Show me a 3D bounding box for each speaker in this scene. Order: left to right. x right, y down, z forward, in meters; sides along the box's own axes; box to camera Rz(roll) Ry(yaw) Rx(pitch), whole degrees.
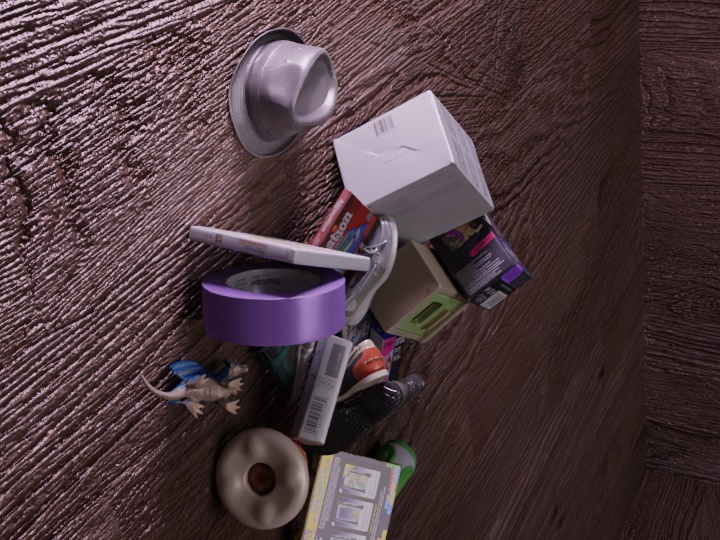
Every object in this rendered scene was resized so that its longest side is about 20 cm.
[{"bbox_3d":[0.029,0.405,1.781,0.200,0.087,0.090,-45,134,-47],"label":"speaker"}]

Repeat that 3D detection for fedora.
[{"bbox_3d":[-0.097,-0.259,1.398,0.200,0.089,0.179,-50,137,-42],"label":"fedora"}]

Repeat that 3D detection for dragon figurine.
[{"bbox_3d":[-0.226,0.158,1.303,0.198,0.099,0.060,1,98,-41],"label":"dragon figurine"}]

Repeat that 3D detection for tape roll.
[{"bbox_3d":[-0.119,0.043,1.323,0.199,0.198,0.067,-24,117,-56],"label":"tape roll"}]

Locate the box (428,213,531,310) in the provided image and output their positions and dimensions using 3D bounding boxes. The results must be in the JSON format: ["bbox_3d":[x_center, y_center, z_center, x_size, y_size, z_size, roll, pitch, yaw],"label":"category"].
[{"bbox_3d":[0.199,-0.045,1.715,0.201,0.106,0.122,59,15,24],"label":"box"}]

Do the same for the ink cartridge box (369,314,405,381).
[{"bbox_3d":[0.042,0.167,1.774,0.094,0.037,0.203,-15,115,-60],"label":"ink cartridge box"}]

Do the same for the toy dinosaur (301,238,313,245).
[{"bbox_3d":[-0.084,0.011,1.541,0.106,0.060,0.202,-44,145,-29],"label":"toy dinosaur"}]

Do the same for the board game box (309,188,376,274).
[{"bbox_3d":[-0.051,-0.019,1.490,0.202,0.019,0.103,-58,148,-5],"label":"board game box"}]

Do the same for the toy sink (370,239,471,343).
[{"bbox_3d":[0.111,0.045,1.708,0.130,0.113,0.199,-40,155,15],"label":"toy sink"}]

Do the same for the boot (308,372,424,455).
[{"bbox_3d":[0.012,0.241,1.596,0.071,0.198,0.131,64,20,10],"label":"boot"}]

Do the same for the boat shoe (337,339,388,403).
[{"bbox_3d":[-0.022,0.173,1.553,0.070,0.200,0.063,-18,76,-34],"label":"boat shoe"}]

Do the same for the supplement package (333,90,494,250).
[{"bbox_3d":[0.092,-0.161,1.613,0.200,0.189,0.149,34,37,-58],"label":"supplement package"}]

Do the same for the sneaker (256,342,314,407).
[{"bbox_3d":[-0.120,0.125,1.474,0.078,0.090,0.202,-82,-175,-54],"label":"sneaker"}]

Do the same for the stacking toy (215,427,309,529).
[{"bbox_3d":[-0.124,0.302,1.478,0.200,0.144,0.149,-4,101,-76],"label":"stacking toy"}]

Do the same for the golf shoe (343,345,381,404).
[{"bbox_3d":[-0.015,0.193,1.671,0.201,0.091,0.073,95,9,-50],"label":"golf shoe"}]

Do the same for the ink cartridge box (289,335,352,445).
[{"bbox_3d":[-0.077,0.192,1.516,0.200,0.047,0.162,151,-44,-71],"label":"ink cartridge box"}]

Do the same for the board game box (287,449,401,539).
[{"bbox_3d":[-0.029,0.413,1.637,0.163,0.056,0.203,19,79,-26],"label":"board game box"}]

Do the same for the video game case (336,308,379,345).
[{"bbox_3d":[-0.001,0.026,1.698,0.180,0.025,0.203,-36,127,-52],"label":"video game case"}]

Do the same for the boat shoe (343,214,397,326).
[{"bbox_3d":[-0.001,0.000,1.568,0.064,0.075,0.204,12,117,-34],"label":"boat shoe"}]

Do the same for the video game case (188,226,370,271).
[{"bbox_3d":[-0.109,-0.030,1.340,0.199,0.180,0.023,5,96,-60],"label":"video game case"}]
